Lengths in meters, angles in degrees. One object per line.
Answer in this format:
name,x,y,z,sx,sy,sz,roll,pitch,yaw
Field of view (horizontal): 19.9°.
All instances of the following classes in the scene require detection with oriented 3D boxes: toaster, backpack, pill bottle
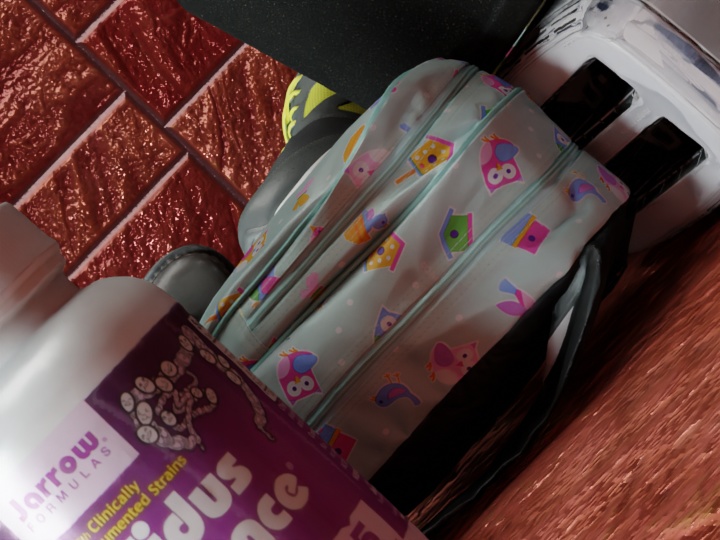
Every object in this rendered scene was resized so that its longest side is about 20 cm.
toaster,0.133,-0.093,0.838,0.129,0.114,0.200,-52,4,-24
backpack,0.015,0.019,0.807,0.200,0.126,0.167,-50,4,19
pill bottle,-0.075,0.074,0.695,0.112,0.200,0.112,-47,4,4

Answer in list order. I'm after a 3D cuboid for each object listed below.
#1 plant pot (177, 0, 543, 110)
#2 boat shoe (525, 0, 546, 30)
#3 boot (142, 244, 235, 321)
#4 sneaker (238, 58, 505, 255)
plant pot,0.019,-0.179,0.867,0.200,0.199,0.178,-55,-11,-37
boat shoe,0.108,-0.107,0.984,0.200,0.073,0.063,-52,-1,-20
boot,-0.088,0.073,1.001,0.174,0.069,0.201,145,140,-74
sneaker,-0.007,-0.055,0.951,0.200,0.084,0.075,-42,-38,-48
